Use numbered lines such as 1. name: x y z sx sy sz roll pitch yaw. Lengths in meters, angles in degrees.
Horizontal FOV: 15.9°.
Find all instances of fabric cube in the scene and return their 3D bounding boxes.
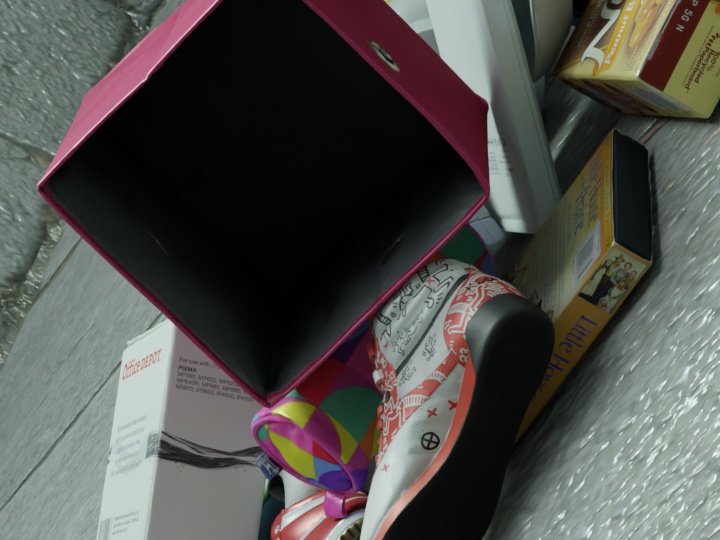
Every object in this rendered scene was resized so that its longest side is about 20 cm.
1. fabric cube: -0.050 -0.077 1.573 0.200 0.196 0.199 -43 11 15

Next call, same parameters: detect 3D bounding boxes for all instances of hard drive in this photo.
1. hard drive: 0.084 -0.125 1.694 0.132 0.026 0.201 -169 63 -77

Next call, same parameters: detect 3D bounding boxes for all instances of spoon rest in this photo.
1. spoon rest: 0.115 -0.187 1.634 0.200 0.060 0.100 132 126 -61

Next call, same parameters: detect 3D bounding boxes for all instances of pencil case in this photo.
1. pencil case: 0.008 0.052 1.628 0.200 0.088 0.088 -56 9 -27

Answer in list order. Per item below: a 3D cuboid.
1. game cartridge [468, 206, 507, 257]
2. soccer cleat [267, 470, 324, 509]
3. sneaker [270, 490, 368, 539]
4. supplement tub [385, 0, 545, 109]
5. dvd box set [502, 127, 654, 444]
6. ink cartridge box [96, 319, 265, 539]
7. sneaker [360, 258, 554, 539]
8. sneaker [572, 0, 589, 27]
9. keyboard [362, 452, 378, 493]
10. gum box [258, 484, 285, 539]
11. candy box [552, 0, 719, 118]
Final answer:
1. game cartridge: 0.015 -0.006 1.790 0.038 0.130 0.200 -14 -28 -38
2. soccer cleat: -0.042 0.113 1.771 0.200 0.068 0.086 -126 53 -71
3. sneaker: -0.045 0.226 1.641 0.200 0.071 0.112 -53 17 3
4. supplement tub: 0.059 -0.149 1.872 0.146 0.145 0.200 -56 14 19
5. dvd box set: 0.109 0.026 1.553 0.200 0.029 0.147 -56 13 27
6. ink cartridge box: -0.121 0.145 1.760 0.144 0.083 0.201 153 125 -69
7. sneaker: 0.036 0.092 1.500 0.108 0.067 0.202 38 107 54
8. sneaker: 0.148 -0.226 1.689 0.078 0.200 0.070 12 63 39
9. keyboard: 0.023 0.126 1.714 0.056 0.011 0.200 -55 12 -3
10. gum box: -0.074 0.237 1.794 0.170 0.044 0.200 -52 15 35
11. candy box: 0.188 -0.157 1.579 0.116 0.055 0.200 -62 12 -1
